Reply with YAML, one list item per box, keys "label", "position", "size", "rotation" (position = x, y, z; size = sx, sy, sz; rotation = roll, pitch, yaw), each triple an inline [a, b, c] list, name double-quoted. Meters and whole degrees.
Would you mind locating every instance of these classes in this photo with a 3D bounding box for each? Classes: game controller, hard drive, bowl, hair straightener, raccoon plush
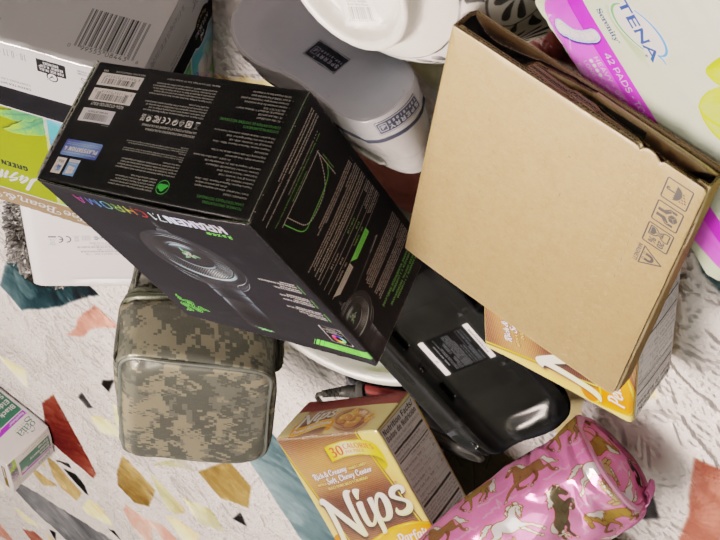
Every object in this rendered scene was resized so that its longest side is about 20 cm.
- label: "game controller"
  position: [0.062, 0.054, 1.078]
  size: [0.104, 0.042, 0.200]
  rotation: [-29, 115, 31]
- label: "hard drive"
  position: [-0.223, -0.064, 1.281]
  size: [0.130, 0.026, 0.201]
  rotation: [0, 137, -3]
- label: "bowl"
  position: [0.018, -0.185, 0.837]
  size: [0.200, 0.094, 0.202]
  rotation: [33, 149, 22]
- label: "hair straightener"
  position: [0.027, 0.133, 1.254]
  size: [0.199, 0.078, 0.041]
  rotation: [9, 163, 46]
- label: "raccoon plush"
  position: [-0.291, -0.071, 1.398]
  size: [0.200, 0.097, 0.134]
  rotation: [45, 144, -1]

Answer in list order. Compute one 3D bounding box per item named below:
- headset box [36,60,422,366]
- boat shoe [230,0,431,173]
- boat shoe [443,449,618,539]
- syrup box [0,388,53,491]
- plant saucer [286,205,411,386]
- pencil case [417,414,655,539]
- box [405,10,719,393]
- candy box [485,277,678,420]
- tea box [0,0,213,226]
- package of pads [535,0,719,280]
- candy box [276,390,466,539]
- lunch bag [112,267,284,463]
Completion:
- label: "headset box"
  position: [-0.074, -0.033, 0.971]
  size: [0.173, 0.093, 0.200]
  rotation: [13, 159, 32]
- label: "boat shoe"
  position: [-0.019, -0.120, 0.955]
  size: [0.200, 0.073, 0.066]
  rotation: [52, 175, 47]
- label: "boat shoe"
  position: [0.144, 0.217, 1.229]
  size: [0.200, 0.072, 0.066]
  rotation: [39, 158, 20]
- label: "syrup box"
  position: [-0.514, 0.199, 2.042]
  size: [0.199, 0.079, 0.082]
  rotation: [34, 150, 19]
- label: "plant saucer"
  position: [0.000, 0.000, 1.122]
  size: [0.198, 0.050, 0.201]
  rotation: [19, 141, 16]
- label: "pencil case"
  position: [0.119, 0.193, 1.109]
  size: [0.086, 0.200, 0.083]
  rotation: [35, -157, -33]
- label: "box"
  position: [0.105, -0.032, 0.852]
  size: [0.163, 0.021, 0.201]
  rotation: [36, 148, 17]
- label: "candy box"
  position: [0.136, -0.007, 0.938]
  size: [0.115, 0.055, 0.201]
  rotation: [28, 147, 27]
- label: "tea box"
  position: [-0.220, -0.148, 1.096]
  size: [0.198, 0.134, 0.197]
  rotation: [16, 147, 7]
- label: "package of pads"
  position: [0.196, -0.092, 0.752]
  size: [0.201, 0.068, 0.154]
  rotation: [53, 151, -16]
- label: "candy box"
  position: [0.030, 0.196, 1.217]
  size: [0.115, 0.055, 0.201]
  rotation: [-11, 116, 43]
- label: "lunch bag"
  position: [-0.131, 0.048, 1.268]
  size: [0.138, 0.169, 0.201]
  rotation: [3, 149, -4]
